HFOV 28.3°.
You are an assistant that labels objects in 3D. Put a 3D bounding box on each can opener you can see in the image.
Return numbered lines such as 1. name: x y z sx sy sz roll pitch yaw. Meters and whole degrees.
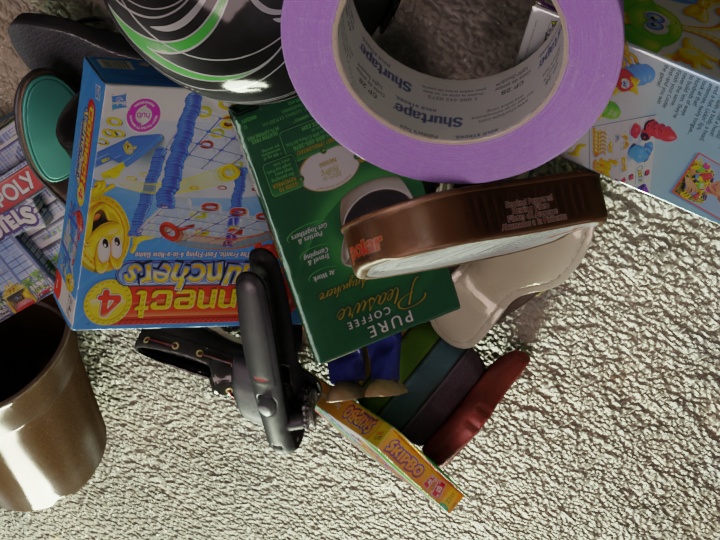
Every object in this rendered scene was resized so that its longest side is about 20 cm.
1. can opener: -0.071 0.069 1.107 0.077 0.064 0.202 4 138 8

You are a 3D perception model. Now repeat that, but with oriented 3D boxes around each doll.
1. doll: 0.000 0.000 1.143 0.135 0.048 0.203 -9 88 35

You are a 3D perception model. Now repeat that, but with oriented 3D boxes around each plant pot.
1. plant pot: -0.359 0.130 1.456 0.198 0.202 0.200 11 142 22

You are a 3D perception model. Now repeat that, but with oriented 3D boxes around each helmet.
1. helmet: -0.082 -0.210 0.961 0.189 0.201 0.201 -26 113 37

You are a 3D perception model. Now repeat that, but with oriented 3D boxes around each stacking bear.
1. stacking bear: 0.025 0.065 1.218 0.200 0.121 0.114 41 133 4

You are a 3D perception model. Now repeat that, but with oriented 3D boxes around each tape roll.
1. tape roll: 0.055 -0.149 0.835 0.197 0.066 0.202 4 133 4

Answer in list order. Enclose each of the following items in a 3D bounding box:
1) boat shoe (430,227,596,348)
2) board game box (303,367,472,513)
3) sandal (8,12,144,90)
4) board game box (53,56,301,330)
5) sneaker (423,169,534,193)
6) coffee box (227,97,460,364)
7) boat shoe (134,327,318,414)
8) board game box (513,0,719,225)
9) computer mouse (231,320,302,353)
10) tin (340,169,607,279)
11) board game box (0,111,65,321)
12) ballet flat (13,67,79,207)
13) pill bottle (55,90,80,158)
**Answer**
1. boat shoe: 0.125 -0.010 1.117 0.072 0.059 0.200 46 137 4
2. board game box: 0.014 0.142 1.196 0.095 0.030 0.199 44 168 -27
3. sandal: -0.193 -0.174 1.177 0.197 0.043 0.077 13 143 7
4. board game box: -0.122 -0.055 1.090 0.056 0.197 0.198 47 132 52
5. sneaker: 0.077 -0.064 1.071 0.067 0.090 0.200 35 139 -6
6. coffee box: -0.011 -0.044 1.053 0.044 0.122 0.202 -134 23 -70
7. boat shoe: -0.118 0.094 1.347 0.199 0.064 0.074 25 162 9
8. board game box: 0.205 -0.120 0.931 0.198 0.103 0.106 25 136 9
9. computer mouse: -0.084 0.047 1.249 0.034 0.200 0.060 2 99 -17
10. tin: 0.078 -0.030 0.947 0.111 0.198 0.043 -15 86 54
11. board game box: -0.330 -0.072 1.306 0.198 0.062 0.201 -26 115 30
12. ballet flat: -0.244 -0.090 1.217 0.072 0.073 0.202 -1 131 31
13. pill bottle: -0.161 -0.064 1.174 0.110 0.113 0.201 -2 140 32
